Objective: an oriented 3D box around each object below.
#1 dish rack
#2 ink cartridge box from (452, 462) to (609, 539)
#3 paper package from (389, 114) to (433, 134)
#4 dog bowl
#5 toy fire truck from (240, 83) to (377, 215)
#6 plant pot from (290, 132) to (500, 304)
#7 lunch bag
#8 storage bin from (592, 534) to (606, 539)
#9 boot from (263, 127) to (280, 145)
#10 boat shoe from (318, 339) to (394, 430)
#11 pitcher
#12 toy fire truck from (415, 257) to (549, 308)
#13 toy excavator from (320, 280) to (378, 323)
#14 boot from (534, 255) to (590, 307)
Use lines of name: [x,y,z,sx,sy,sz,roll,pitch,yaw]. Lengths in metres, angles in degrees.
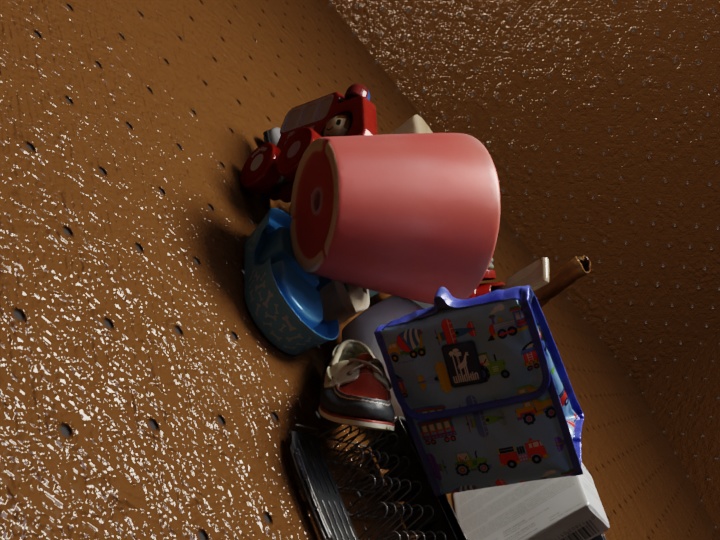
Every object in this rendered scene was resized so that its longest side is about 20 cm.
dish rack: [0.015,0.209,0.787,0.199,0.054,0.154,27,29,-55]
ink cartridge box: [0.186,0.255,0.973,0.057,0.162,0.200,49,17,-17]
paper package: [0.054,-0.132,1.341,0.103,0.190,0.201,45,19,-20]
dog bowl: [-0.081,0.013,0.923,0.111,0.049,0.201,44,18,-30]
toy fire truck: [-0.052,-0.160,1.068,0.112,0.199,0.170,32,64,-34]
plant pot: [0.027,-0.064,0.913,0.175,0.202,0.202,5,41,-25]
lunch bag: [0.113,0.101,0.795,0.202,0.149,0.094,66,24,-22]
storage bin: [0.233,0.334,1.072,0.201,0.093,0.135,50,16,-14]
boot: [-0.041,-0.155,1.224,0.201,0.131,0.070,52,17,-5]
boat shoe: [-0.002,0.110,0.810,0.070,0.063,0.200,15,1,-6]
pitcher: [0.084,0.121,0.960,0.201,0.170,0.121,58,-16,10]
toy fire truck: [0.165,-0.017,1.158,0.128,0.197,0.179,17,70,-71]
toy excavator: [0.000,0.000,1.119,0.194,0.099,0.202,33,35,-48]
boot: [0.253,0.036,1.248,0.069,0.199,0.188,53,14,13]
